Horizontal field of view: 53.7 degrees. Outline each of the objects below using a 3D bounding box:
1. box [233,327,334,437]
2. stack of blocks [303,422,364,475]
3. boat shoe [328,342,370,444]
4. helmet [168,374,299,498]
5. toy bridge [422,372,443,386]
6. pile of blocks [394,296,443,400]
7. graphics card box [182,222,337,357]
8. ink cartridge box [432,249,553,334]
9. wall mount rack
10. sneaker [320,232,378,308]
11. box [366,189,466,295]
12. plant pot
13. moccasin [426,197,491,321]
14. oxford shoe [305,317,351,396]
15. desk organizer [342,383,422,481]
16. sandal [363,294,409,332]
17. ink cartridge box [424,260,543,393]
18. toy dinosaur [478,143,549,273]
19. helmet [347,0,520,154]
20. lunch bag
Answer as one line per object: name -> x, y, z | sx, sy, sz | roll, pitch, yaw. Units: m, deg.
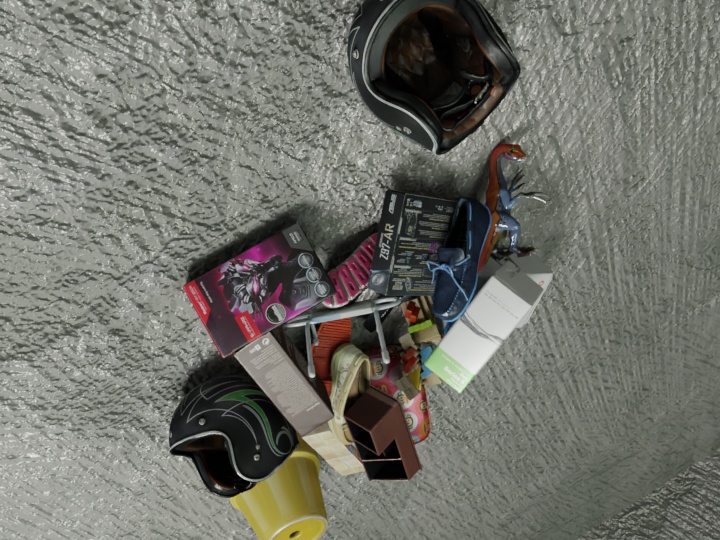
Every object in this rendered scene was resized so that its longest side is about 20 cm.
box -> -0.129, 0.169, 1.182 | 0.075, 0.100, 0.200 | -34, 114, 2
stack of blocks -> -0.050, 0.310, 1.401 | 0.058, 0.115, 0.200 | -16, 140, 13
boat shoe -> -0.016, 0.230, 1.262 | 0.073, 0.063, 0.201 | -20, 119, -35
helmet -> -0.219, 0.272, 1.209 | 0.200, 0.191, 0.200 | -40, 179, -1
toy bridge -> 0.172, 0.171, 1.415 | 0.067, 0.027, 0.200 | -25, -171, 43
pile of blocks -> 0.106, 0.142, 1.301 | 0.062, 0.082, 0.201 | -7, 100, -76
graphics card box -> -0.150, 0.028, 1.070 | 0.200, 0.126, 0.051 | -29, -178, -5
ink cartridge box -> 0.245, 0.038, 1.357 | 0.200, 0.084, 0.145 | -1, 131, -30
wall mount rack -> -0.024, 0.101, 1.143 | 0.199, 0.174, 0.075 | -12, 100, 1
sneaker -> 0.000, 0.000, 1.177 | 0.200, 0.074, 0.087 | -37, -179, -25
box -> 0.109, -0.040, 1.155 | 0.200, 0.043, 0.161 | 2, 103, -45
plant pot -> -0.159, 0.452, 1.423 | 0.200, 0.189, 0.201 | -17, 137, -17
moccasin -> 0.145, -0.021, 1.123 | 0.068, 0.080, 0.200 | 30, 67, -41
oxford shoe -> -0.072, 0.148, 1.285 | 0.071, 0.073, 0.200 | 13, 105, -24
desk organizer -> 0.041, 0.304, 1.256 | 0.077, 0.072, 0.200 | -42, 134, -28
sandal -> 0.074, 0.038, 1.261 | 0.076, 0.043, 0.200 | -33, 158, -52
ink cartridge box -> 0.213, 0.093, 1.217 | 0.200, 0.084, 0.145 | -55, 168, 21
toy dinosaur -> 0.234, -0.108, 1.169 | 0.200, 0.105, 0.182 | -29, 103, -23
helmet -> 0.079, -0.258, 0.873 | 0.200, 0.191, 0.200 | -42, 172, -7
lunch bag -> 0.039, 0.251, 1.371 | 0.176, 0.082, 0.201 | -12, 98, -24
